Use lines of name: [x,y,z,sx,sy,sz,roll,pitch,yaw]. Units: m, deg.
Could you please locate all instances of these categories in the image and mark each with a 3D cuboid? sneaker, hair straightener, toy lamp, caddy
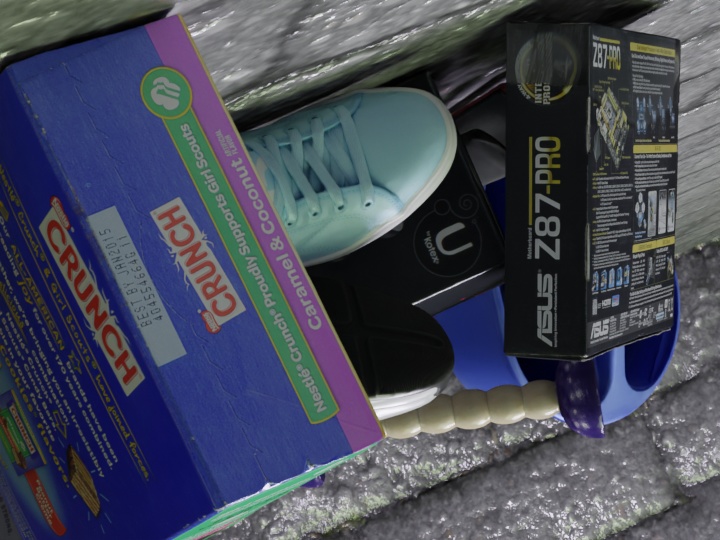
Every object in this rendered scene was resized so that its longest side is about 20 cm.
sneaker: [-0.046,-0.031,1.024,0.199,0.074,0.082,-24,179,-3]
sneaker: [-0.056,0.071,1.070,0.199,0.076,0.116,-5,137,-6]
hair straightener: [0.025,-0.045,1.278,0.199,0.041,0.077,-19,-146,53]
toy lamp: [0.027,0.078,1.184,0.198,0.059,0.058,-10,175,6]
caddy: [0.119,-0.007,1.350,0.141,0.202,0.105,-18,-171,-33]

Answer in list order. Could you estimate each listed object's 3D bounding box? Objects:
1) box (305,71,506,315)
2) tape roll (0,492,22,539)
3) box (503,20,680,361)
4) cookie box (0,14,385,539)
box: [-0.030,-0.006,1.151,0.199,0.107,0.122,-25,174,4]
tape roll: [-0.212,0.119,1.088,0.085,0.201,0.200,-26,173,23]
box: [0.121,-0.042,1.151,0.049,0.163,0.200,4,-175,20]
cookie box: [-0.093,0.022,0.851,0.075,0.172,0.200,-23,175,-28]
